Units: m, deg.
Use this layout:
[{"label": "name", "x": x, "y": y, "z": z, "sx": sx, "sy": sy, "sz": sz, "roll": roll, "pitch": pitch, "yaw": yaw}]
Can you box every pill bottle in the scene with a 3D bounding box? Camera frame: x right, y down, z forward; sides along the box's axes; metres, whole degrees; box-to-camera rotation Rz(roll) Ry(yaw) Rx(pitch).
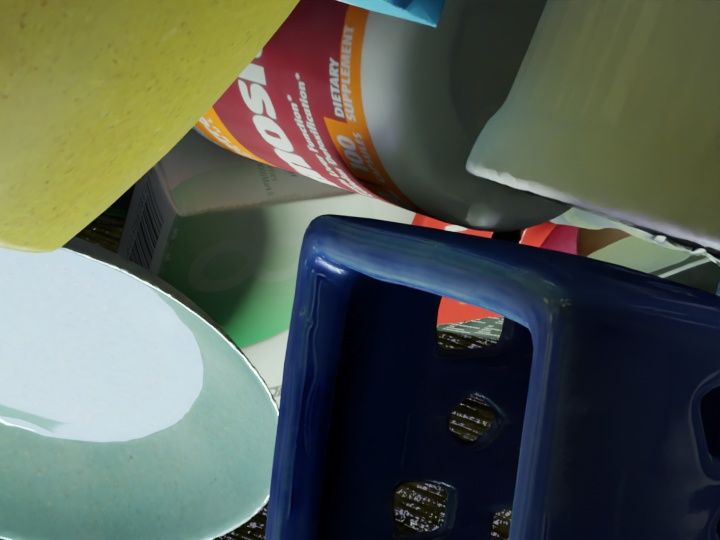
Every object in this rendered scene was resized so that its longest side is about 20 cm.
[{"label": "pill bottle", "x": -0.003, "y": -0.085, "z": 0.815, "sx": 0.113, "sy": 0.113, "sz": 0.200, "roll": 16, "pitch": -177, "yaw": -37}]

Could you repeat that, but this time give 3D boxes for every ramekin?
[{"label": "ramekin", "x": 0.138, "y": -0.042, "z": 0.653, "sx": 0.200, "sy": 0.098, "sz": 0.200, "roll": 18, "pitch": -177, "yaw": -1}]

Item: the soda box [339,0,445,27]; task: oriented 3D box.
[{"label": "soda box", "x": -0.068, "y": -0.125, "z": 0.651, "sx": 0.200, "sy": 0.064, "sz": 0.068, "roll": 19, "pitch": -177, "yaw": 24}]

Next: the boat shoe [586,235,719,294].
[{"label": "boat shoe", "x": 0.156, "y": 0.013, "z": 0.919, "sx": 0.200, "sy": 0.057, "sz": 0.069, "roll": -10, "pitch": 153, "yaw": -25}]

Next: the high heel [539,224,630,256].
[{"label": "high heel", "x": 0.122, "y": -0.027, "z": 0.939, "sx": 0.200, "sy": 0.067, "sz": 0.096, "roll": -30, "pitch": 164, "yaw": 28}]

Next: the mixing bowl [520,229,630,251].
[{"label": "mixing bowl", "x": 0.148, "y": -0.027, "z": 1.066, "sx": 0.200, "sy": 0.200, "sz": 0.108, "roll": 20, "pitch": 154, "yaw": 46}]

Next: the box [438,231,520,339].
[{"label": "box", "x": 0.023, "y": -0.063, "z": 1.150, "sx": 0.193, "sy": 0.047, "sz": 0.200, "roll": 65, "pitch": -162, "yaw": 15}]

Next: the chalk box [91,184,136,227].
[{"label": "chalk box", "x": -0.153, "y": -0.092, "z": 0.925, "sx": 0.124, "sy": 0.200, "sz": 0.124, "roll": 20, "pitch": -177, "yaw": 42}]

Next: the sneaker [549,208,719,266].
[{"label": "sneaker", "x": 0.150, "y": -0.020, "z": 0.845, "sx": 0.200, "sy": 0.074, "sz": 0.081, "roll": 6, "pitch": -131, "yaw": -24}]

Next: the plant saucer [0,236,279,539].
[{"label": "plant saucer", "x": -0.122, "y": 0.037, "z": 0.908, "sx": 0.201, "sy": 0.039, "sz": 0.201, "roll": 9, "pitch": 141, "yaw": 7}]

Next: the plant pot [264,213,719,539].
[{"label": "plant pot", "x": 0.085, "y": 0.093, "z": 0.710, "sx": 0.180, "sy": 0.200, "sz": 0.200, "roll": 3, "pitch": -173, "yaw": -20}]

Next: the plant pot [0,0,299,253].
[{"label": "plant pot", "x": -0.092, "y": -0.085, "z": 0.511, "sx": 0.200, "sy": 0.142, "sz": 0.200, "roll": 18, "pitch": -177, "yaw": -1}]

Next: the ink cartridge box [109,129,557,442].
[{"label": "ink cartridge box", "x": 0.000, "y": 0.000, "z": 0.961, "sx": 0.200, "sy": 0.161, "sz": 0.050, "roll": -5, "pitch": -125, "yaw": -20}]
